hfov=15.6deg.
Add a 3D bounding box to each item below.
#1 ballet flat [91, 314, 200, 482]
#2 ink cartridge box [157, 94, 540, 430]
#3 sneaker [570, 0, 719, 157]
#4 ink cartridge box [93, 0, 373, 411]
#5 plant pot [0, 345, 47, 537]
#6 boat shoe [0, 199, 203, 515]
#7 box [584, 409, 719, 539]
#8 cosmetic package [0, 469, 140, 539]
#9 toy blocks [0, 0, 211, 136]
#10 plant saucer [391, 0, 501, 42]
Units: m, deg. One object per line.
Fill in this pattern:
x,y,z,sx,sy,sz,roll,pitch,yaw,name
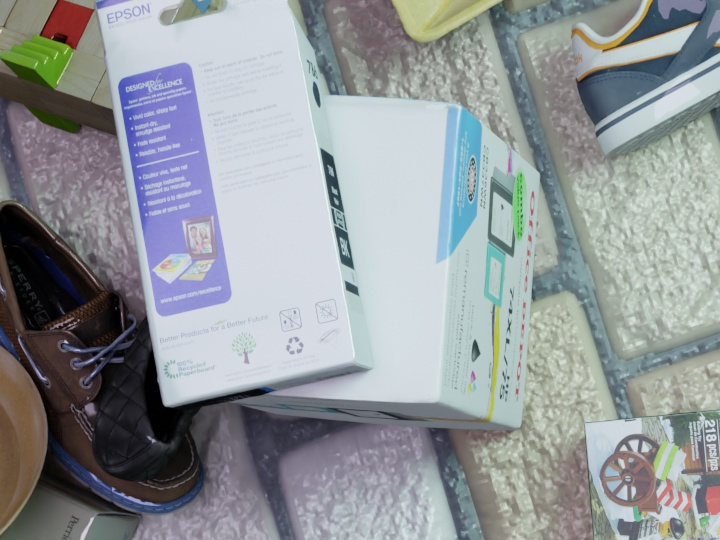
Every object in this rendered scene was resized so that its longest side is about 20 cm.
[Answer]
-0.086,0.029,1.412,0.057,0.066,0.201,-18,43,45,ballet flat
0.000,0.000,1.349,0.145,0.200,0.148,3,84,15,ink cartridge box
0.201,-0.137,1.369,0.199,0.078,0.080,-26,81,13,sneaker
-0.061,-0.041,1.246,0.099,0.039,0.202,-12,81,13,ink cartridge box
-0.265,0.104,1.402,0.198,0.028,0.201,-1,45,1,plant pot
-0.155,0.047,1.443,0.072,0.073,0.200,-32,71,-31,boat shoe
0.192,0.172,1.355,0.136,0.038,0.202,-7,81,16,box
-0.236,0.143,1.468,0.199,0.071,0.106,22,89,18,cosmetic package
-0.152,-0.157,1.477,0.199,0.100,0.137,19,76,27,toy blocks
0.078,-0.251,1.436,0.199,0.048,0.201,-29,77,11,plant saucer
